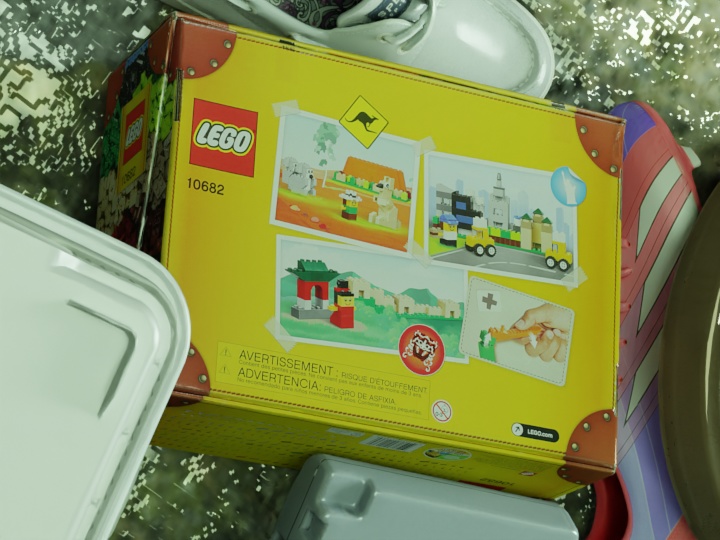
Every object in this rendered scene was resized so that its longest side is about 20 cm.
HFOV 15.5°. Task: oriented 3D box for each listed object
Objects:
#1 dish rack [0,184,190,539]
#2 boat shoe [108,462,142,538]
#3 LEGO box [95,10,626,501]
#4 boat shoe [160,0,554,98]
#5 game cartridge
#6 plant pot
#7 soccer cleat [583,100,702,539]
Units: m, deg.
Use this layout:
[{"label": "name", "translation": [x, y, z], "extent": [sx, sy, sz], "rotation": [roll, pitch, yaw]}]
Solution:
[{"label": "dish rack", "translation": [-0.159, 0.063, 0.899], "extent": [0.171, 0.044, 0.201], "rotation": [25, 85, -16]}, {"label": "boat shoe", "translation": [-0.144, 0.130, 1.021], "extent": [0.060, 0.076, 0.201], "rotation": [25, 72, -19]}, {"label": "LEGO box", "translation": [0.000, 0.000, 1.035], "extent": [0.199, 0.077, 0.150], "rotation": [12, 69, -22]}, {"label": "boat shoe", "translation": [-0.002, -0.111, 1.058], "extent": [0.199, 0.068, 0.072], "rotation": [28, 83, -20]}, {"label": "game cartridge", "translation": [0.004, 0.172, 1.057], "extent": [0.133, 0.041, 0.201], "rotation": [15, 109, -24]}, {"label": "plant pot", "translation": [0.220, 0.040, 1.100], "extent": [0.200, 0.092, 0.202], "rotation": [-6, 98, -43]}, {"label": "soccer cleat", "translation": [0.114, 0.032, 1.114], "extent": [0.076, 0.067, 0.201], "rotation": [-11, 100, -15]}]
